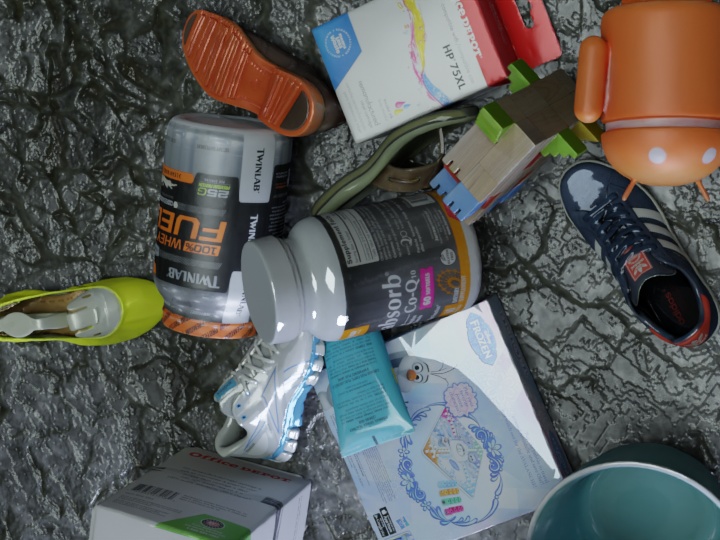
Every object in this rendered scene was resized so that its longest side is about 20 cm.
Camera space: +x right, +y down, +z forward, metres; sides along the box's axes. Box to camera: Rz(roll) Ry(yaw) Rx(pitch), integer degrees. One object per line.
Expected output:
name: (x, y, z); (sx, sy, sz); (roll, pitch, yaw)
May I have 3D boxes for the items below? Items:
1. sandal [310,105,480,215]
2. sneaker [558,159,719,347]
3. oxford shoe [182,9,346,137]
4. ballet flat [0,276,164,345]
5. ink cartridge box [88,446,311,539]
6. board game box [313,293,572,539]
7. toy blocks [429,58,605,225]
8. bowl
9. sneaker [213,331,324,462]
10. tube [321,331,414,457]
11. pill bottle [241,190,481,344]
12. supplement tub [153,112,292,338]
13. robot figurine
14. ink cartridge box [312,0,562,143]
sandal: (0.040, -0.091, 1.613); (0.201, 0.080, 0.058); (-38, 79, 30)
sneaker: (0.246, -0.016, 1.543); (0.075, 0.084, 0.200); (-43, 82, 20)
oxford shoe: (-0.094, -0.185, 1.656); (0.200, 0.073, 0.072); (41, 116, 30)
ballet flat: (-0.295, 0.047, 1.760); (0.198, 0.067, 0.067); (-5, 96, 20)
ink cartridge box: (-0.152, 0.250, 1.668); (0.144, 0.200, 0.085); (13, 105, 18)
board game box: (0.078, 0.152, 1.651); (0.198, 0.043, 0.201); (-23, 89, 22)
toy blocks: (0.123, -0.100, 1.528); (0.100, 0.200, 0.137); (48, 122, 7)
bowl: (0.255, 0.236, 1.553); (0.199, 0.105, 0.202); (7, 115, 15)
sneaker: (-0.093, 0.104, 1.653); (0.075, 0.086, 0.201); (48, 133, 47)
tube: (-0.008, 0.068, 1.632); (0.077, 0.050, 0.202); (-24, 70, 26)
pill bottle: (0.000, 0.000, 1.569); (0.198, 0.116, 0.117); (-13, 95, -19)
supplement tub: (-0.133, -0.043, 1.657); (0.122, 0.122, 0.202); (9, 101, 18)
robot figurine: (0.264, -0.160, 1.491); (0.116, 0.143, 0.202); (0, 89, 37)
ink cartridge box: (0.070, -0.208, 1.587); (0.199, 0.067, 0.117); (-22, 90, 21)
